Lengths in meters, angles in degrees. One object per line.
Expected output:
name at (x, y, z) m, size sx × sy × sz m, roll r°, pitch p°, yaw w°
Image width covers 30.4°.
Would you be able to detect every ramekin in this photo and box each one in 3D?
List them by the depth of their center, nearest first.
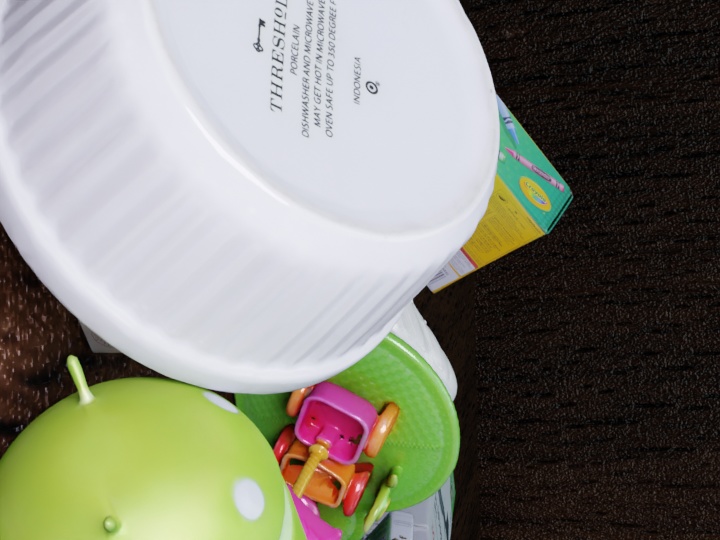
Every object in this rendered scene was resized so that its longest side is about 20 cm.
ramekin at (-0.035, -0.062, 0.498) m, size 0.202 × 0.094 × 0.203 m, roll 21°, pitch 54°, yaw -32°

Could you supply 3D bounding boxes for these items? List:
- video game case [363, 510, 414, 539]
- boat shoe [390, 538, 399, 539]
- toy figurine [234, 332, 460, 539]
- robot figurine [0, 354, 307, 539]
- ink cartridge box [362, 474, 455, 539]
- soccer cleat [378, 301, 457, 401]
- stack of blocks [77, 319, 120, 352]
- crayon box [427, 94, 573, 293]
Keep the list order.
video game case at (-0.006, 0.293, 0.963) m, size 0.200 × 0.022 × 0.183 m, roll 122°, pitch -24°, yaw -56°
boat shoe at (-0.005, 0.254, 0.843) m, size 0.201 × 0.063 × 0.073 m, roll -58°, pitch 171°, yaw 29°
toy figurine at (-0.048, 0.153, 0.764) m, size 0.184 × 0.150 × 0.201 m, roll -56°, pitch 171°, yaw -52°
robot figurine at (-0.075, 0.123, 0.508) m, size 0.201 × 0.115 × 0.176 m, roll 77°, pitch -12°, yaw -45°
ink cartridge box at (0.044, 0.241, 1.330) m, size 0.200 × 0.083 × 0.147 m, roll -76°, pitch 162°, yaw -55°
soccer cleat at (0.000, 0.000, 0.822) m, size 0.078 × 0.200 × 0.069 m, roll -46°, pitch -172°, yaw -24°
stack of blocks at (-0.090, -0.075, 0.614) m, size 0.115 × 0.058 × 0.201 m, roll 79°, pitch 14°, yaw -48°
crayon box at (0.042, -0.092, 0.942) m, size 0.200 × 0.119 × 0.058 m, roll 51°, pitch 44°, yaw -10°
